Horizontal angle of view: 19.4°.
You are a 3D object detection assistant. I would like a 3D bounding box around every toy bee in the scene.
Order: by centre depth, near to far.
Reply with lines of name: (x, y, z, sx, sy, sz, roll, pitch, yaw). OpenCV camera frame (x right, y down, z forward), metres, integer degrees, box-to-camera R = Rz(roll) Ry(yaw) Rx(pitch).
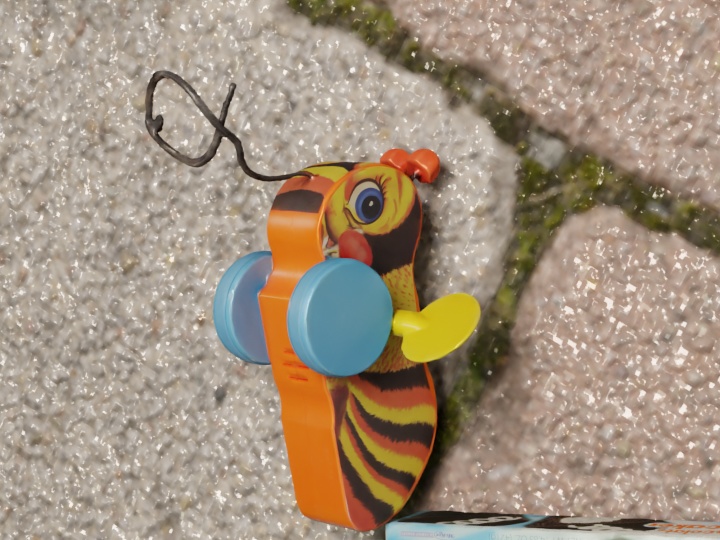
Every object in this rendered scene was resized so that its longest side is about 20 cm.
toy bee: (0.000, 0.000, 0.857, 0.131, 0.109, 0.200, 29, 137, 37)

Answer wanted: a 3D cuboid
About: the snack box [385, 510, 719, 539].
snack box: (0.108, 0.159, 0.838, 0.200, 0.037, 0.117, -1, 93, 27)
